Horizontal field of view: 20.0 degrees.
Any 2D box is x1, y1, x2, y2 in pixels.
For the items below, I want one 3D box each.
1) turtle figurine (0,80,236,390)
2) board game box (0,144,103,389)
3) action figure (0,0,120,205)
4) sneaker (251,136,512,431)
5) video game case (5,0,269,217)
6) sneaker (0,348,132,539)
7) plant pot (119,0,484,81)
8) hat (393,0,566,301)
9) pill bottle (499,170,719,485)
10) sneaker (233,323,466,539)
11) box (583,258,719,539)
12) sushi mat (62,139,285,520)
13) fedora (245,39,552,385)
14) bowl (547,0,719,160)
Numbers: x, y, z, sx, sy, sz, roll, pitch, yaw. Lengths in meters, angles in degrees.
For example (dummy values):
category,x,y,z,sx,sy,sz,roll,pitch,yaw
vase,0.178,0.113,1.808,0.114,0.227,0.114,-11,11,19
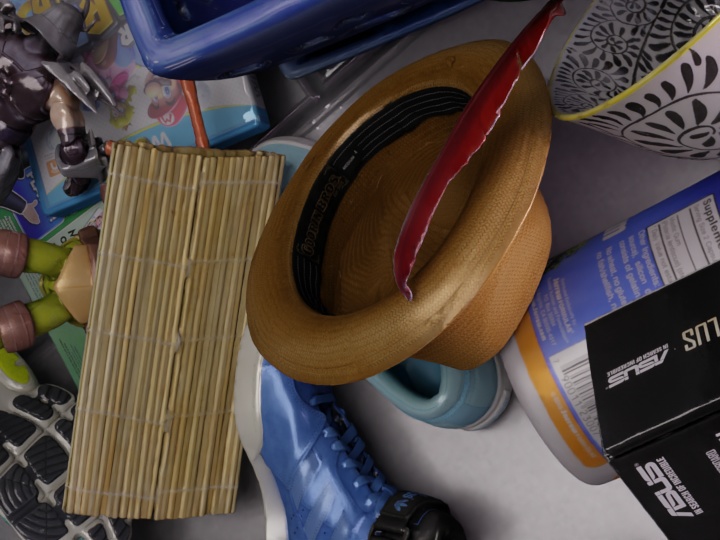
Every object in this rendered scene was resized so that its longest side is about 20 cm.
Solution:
category,x,y,z,sx,sy,sz,roll,pitch,yaw
turtle figurine,-0.147,-0.004,1.082,0.064,0.160,0.201,-151,61,-64
board game box,-0.133,-0.022,1.154,0.134,0.029,0.201,-34,74,16
action figure,-0.204,-0.068,1.120,0.130,0.069,0.200,40,102,30
sneaker,0.000,0.000,1.068,0.200,0.082,0.074,45,102,19
video game case,-0.141,-0.148,1.140,0.143,0.018,0.201,-21,79,20
sneaker,-0.196,0.098,1.151,0.077,0.080,0.200,-31,62,-25
plant pot,-0.014,-0.212,1.035,0.199,0.180,0.201,-21,79,20
hat,0.055,-0.138,0.897,0.166,0.200,0.176,45,134,3
pill bottle,0.173,0.014,0.978,0.199,0.112,0.113,-28,76,18
sneaker,0.001,0.111,1.061,0.111,0.077,0.201,-5,89,28
box,0.218,0.080,0.906,0.163,0.200,0.086,-26,35,19
sushi mat,-0.098,0.033,1.068,0.012,0.095,0.201,28,111,62
fedora,0.034,-0.015,0.977,0.200,0.082,0.201,-33,35,26
bowl,0.187,-0.117,0.937,0.094,0.201,0.201,41,104,-14
